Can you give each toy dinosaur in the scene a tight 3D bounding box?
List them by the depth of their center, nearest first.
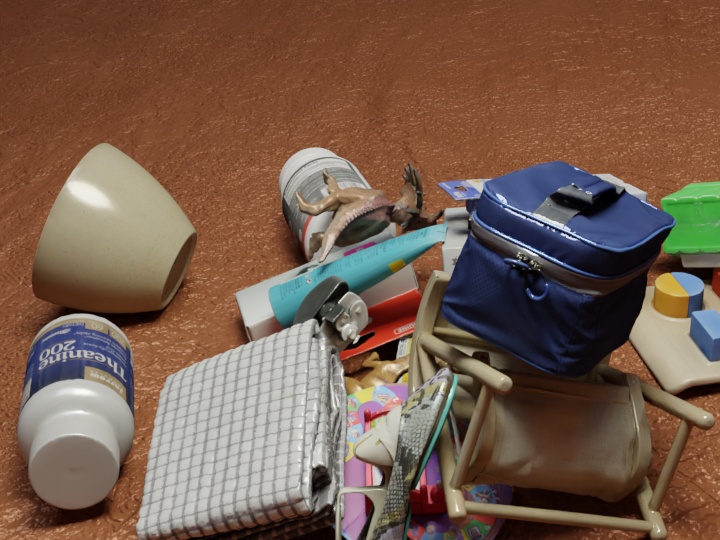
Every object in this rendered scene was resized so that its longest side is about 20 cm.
[{"bbox_3d":[-0.003,0.127,1.099,0.105,0.061,0.201,7,48,44],"label":"toy dinosaur"},{"bbox_3d":[0.011,-0.064,1.265,0.133,0.087,0.200,-3,13,16],"label":"toy dinosaur"}]

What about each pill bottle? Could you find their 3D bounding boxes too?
[{"bbox_3d":[-0.275,0.136,1.135,0.109,0.113,0.201,-11,28,-6],"label":"pill bottle"},{"bbox_3d":[-0.035,-0.074,1.451,0.114,0.118,0.200,-14,28,-11],"label":"pill bottle"}]

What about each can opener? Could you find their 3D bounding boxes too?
[{"bbox_3d":[-0.067,0.096,1.150,0.066,0.053,0.200,25,67,41],"label":"can opener"}]

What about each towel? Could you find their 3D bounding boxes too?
[{"bbox_3d":[-0.093,0.155,1.008,0.163,0.086,0.202,-19,40,15],"label":"towel"}]

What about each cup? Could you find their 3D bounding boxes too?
[{"bbox_3d":[-0.279,-0.029,1.390,0.141,0.202,0.201,24,33,2],"label":"cup"}]

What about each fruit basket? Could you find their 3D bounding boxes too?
[{"bbox_3d":[0.436,-0.049,1.286,0.197,0.096,0.184,2,-2,-34],"label":"fruit basket"}]

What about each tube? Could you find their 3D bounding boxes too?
[{"bbox_3d":[0.000,0.000,1.213,0.198,0.051,0.078,-26,16,12],"label":"tube"}]

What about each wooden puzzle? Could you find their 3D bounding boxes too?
[{"bbox_3d":[0.377,0.046,1.195,0.196,0.047,0.186,-11,29,-4],"label":"wooden puzzle"}]

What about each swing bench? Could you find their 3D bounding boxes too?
[{"bbox_3d":[0.155,0.111,0.989,0.195,0.132,0.201,10,23,-17],"label":"swing bench"}]

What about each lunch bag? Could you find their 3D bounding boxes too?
[{"bbox_3d":[0.159,-0.014,0.934,0.134,0.134,0.199,26,22,22],"label":"lunch bag"}]

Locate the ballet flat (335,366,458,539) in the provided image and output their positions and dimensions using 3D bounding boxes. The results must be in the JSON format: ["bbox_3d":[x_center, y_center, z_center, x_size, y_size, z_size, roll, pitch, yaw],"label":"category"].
[{"bbox_3d":[0.019,0.167,0.914,0.071,0.204,0.072,16,3,-1],"label":"ballet flat"}]

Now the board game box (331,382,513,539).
[{"bbox_3d":[0.036,0.166,1.007,0.199,0.039,0.157,35,59,30],"label":"board game box"}]

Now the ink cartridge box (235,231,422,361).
[{"bbox_3d":[-0.030,0.039,1.281,0.197,0.044,0.174,-22,25,-6],"label":"ink cartridge box"}]

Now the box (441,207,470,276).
[{"bbox_3d":[0.150,-0.002,1.241,0.122,0.099,0.200,-2,14,6],"label":"box"}]

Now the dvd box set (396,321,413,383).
[{"bbox_3d":[0.133,0.098,1.183,0.196,0.030,0.147,-2,29,11],"label":"dvd box set"}]

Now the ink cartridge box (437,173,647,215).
[{"bbox_3d":[0.185,-0.071,1.218,0.196,0.043,0.119,0,13,-6],"label":"ink cartridge box"}]

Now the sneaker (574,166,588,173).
[{"bbox_3d":[0.239,-0.080,1.393,0.072,0.114,0.200,-16,29,-17],"label":"sneaker"}]
